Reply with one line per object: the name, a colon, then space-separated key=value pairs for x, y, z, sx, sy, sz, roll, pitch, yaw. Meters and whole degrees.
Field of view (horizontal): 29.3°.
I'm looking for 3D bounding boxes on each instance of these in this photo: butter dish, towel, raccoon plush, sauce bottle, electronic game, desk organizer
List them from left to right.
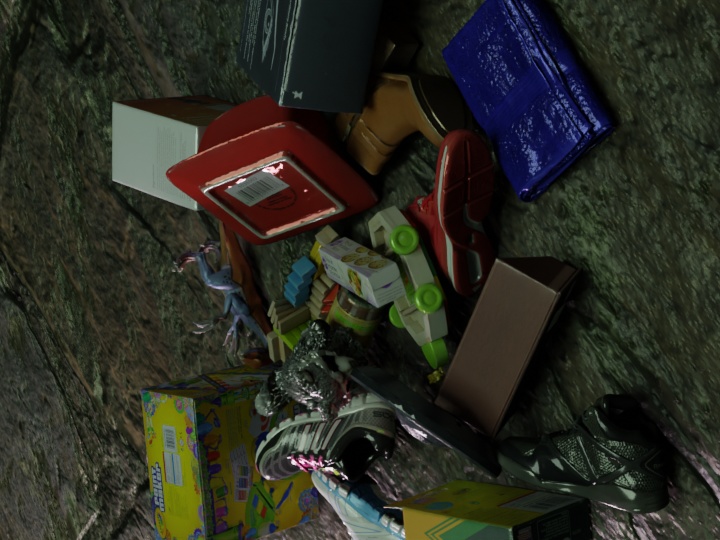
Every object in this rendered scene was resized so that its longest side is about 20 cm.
butter dish: x=-0.102 y=-0.145 z=1.660 sx=0.198 sy=0.199 sz=0.150 roll=-18 pitch=55 yaw=29
raccoon plush: x=-0.066 y=0.153 z=1.628 sx=0.096 sy=0.134 sz=0.201 roll=35 pitch=124 yaw=-3
sauce bottle: x=-0.026 y=0.101 z=1.704 sx=0.065 sy=0.064 sz=0.202 roll=46 pitch=130 yaw=32
electronic game: x=0.072 y=0.167 z=1.524 sx=0.199 sy=0.200 sz=0.042 roll=32 pitch=86 yaw=41
desk organizer: x=0.154 y=0.073 z=1.467 sx=0.076 sy=0.072 sz=0.202 roll=29 pitch=122 yaw=14
towel: x=0.165 y=-0.189 z=1.435 sx=0.148 sy=0.049 sz=0.202 roll=-44 pitch=65 yaw=43

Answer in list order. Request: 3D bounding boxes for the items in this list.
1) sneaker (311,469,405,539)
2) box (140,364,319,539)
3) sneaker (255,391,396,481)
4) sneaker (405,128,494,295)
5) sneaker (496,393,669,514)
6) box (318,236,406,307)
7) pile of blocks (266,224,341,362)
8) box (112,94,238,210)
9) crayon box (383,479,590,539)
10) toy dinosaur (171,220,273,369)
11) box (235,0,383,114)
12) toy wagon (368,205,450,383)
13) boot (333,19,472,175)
sneaker: x=0.002 y=0.310 z=1.697 sx=0.199 sy=0.074 sz=0.088 roll=32 pitch=111 yaw=42
box: x=-0.167 y=0.240 z=1.796 sx=0.121 sy=0.191 sz=0.203 roll=3 pitch=99 yaw=48
sneaker: x=-0.040 y=0.219 z=1.669 sx=0.198 sy=0.074 sz=0.088 roll=-23 pitch=48 yaw=15
sneaker: x=0.084 y=-0.077 z=1.505 sx=0.115 sy=0.078 sz=0.202 roll=35 pitch=139 yaw=43
sneaker: x=0.228 y=0.173 z=1.422 sx=0.198 sy=0.076 sz=0.116 roll=8 pitch=102 yaw=45
box: x=0.000 y=0.000 z=1.583 sx=0.200 sy=0.041 sz=0.039 roll=-148 pitch=37 yaw=-71
pile of blocks: x=-0.061 y=0.045 z=1.717 sx=0.062 sy=0.081 sz=0.202 roll=43 pitch=127 yaw=35
box: x=-0.210 y=-0.157 z=1.793 sx=0.199 sy=0.151 sz=0.108 roll=20 pitch=113 yaw=44
crayon box: x=0.136 y=0.275 z=1.507 sx=0.199 sy=0.126 sz=0.052 roll=0 pitch=98 yaw=50
toy dinosaur: x=-0.165 y=0.035 z=1.838 sx=0.181 sy=0.105 sz=0.201 roll=38 pitch=114 yaw=13
box: x=-0.062 y=-0.279 z=1.583 sx=0.200 sy=0.103 sz=0.150 roll=-130 pitch=47 yaw=-59
toy wagon: x=0.061 y=0.029 z=1.563 sx=0.155 sy=0.039 sz=0.202 roll=139 pitch=108 yaw=-77
boot: x=0.044 y=-0.165 z=1.567 sx=0.156 sy=0.073 sz=0.201 roll=-61 pitch=44 yaw=36
